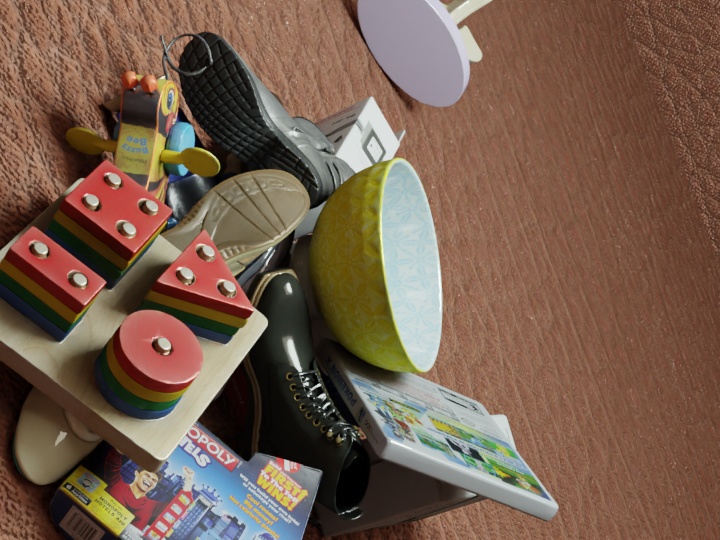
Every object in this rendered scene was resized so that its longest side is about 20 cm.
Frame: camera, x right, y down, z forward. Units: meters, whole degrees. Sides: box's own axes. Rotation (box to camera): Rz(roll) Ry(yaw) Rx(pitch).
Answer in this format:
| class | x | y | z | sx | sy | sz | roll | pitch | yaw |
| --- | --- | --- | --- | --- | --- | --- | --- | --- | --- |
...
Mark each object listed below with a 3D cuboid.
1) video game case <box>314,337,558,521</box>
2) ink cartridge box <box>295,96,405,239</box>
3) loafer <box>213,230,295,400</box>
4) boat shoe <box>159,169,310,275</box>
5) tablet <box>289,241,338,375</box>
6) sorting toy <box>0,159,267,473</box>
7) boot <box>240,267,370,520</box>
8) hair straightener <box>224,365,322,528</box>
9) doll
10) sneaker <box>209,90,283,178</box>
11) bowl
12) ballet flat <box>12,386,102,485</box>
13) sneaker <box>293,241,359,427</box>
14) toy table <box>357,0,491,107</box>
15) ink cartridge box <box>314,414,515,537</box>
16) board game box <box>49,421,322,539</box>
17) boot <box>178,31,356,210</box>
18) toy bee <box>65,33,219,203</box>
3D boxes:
| class | x | y | z | sx | sy | sz | roll | pitch | yaw |
| --- | --- | --- | --- | --- | --- | --- | --- | --- | --- |
| video game case | 0.067 | 0.144 | 1.362 | 0.200 | 0.022 | 0.182 | 25 | 15 | -30 |
| ink cartridge box | -0.033 | -0.116 | 1.602 | 0.067 | 0.116 | 0.200 | 58 | 27 | -19 |
| loafer | -0.113 | 0.030 | 1.355 | 0.063 | 0.072 | 0.200 | 54 | 52 | -32 |
| boat shoe | -0.132 | -0.024 | 1.310 | 0.200 | 0.065 | 0.071 | -32 | 81 | -30 |
| tablet | -0.019 | 0.022 | 1.484 | 0.130 | 0.014 | 0.200 | 60 | 28 | 1 |
| sorting toy | -0.179 | 0.021 | 1.153 | 0.199 | 0.070 | 0.200 | 38 | 37 | -2 |
| boot | -0.039 | 0.106 | 1.295 | 0.077 | 0.138 | 0.201 | -15 | 112 | -35 |
| hair straightener | -0.076 | 0.150 | 1.406 | 0.200 | 0.041 | 0.077 | 66 | 26 | -7 |
| doll | -0.161 | -0.082 | 1.395 | 0.136 | 0.048 | 0.200 | -35 | 106 | -44 |
| sneaker | -0.099 | -0.134 | 1.532 | 0.071 | 0.075 | 0.200 | 57 | 29 | -23 |
| bowl | 0.000 | 0.000 | 1.385 | 0.200 | 0.107 | 0.201 | -6 | 90 | -73 |
| ballet flat | -0.207 | 0.088 | 1.169 | 0.070 | 0.069 | 0.200 | 58 | 28 | -22 |
| sneaker | -0.057 | 0.078 | 1.469 | 0.200 | 0.080 | 0.115 | 59 | 30 | -5 |
| toy table | 0.090 | -0.327 | 1.947 | 0.117 | 0.183 | 0.200 | -57 | 136 | -41 |
| ink cartridge box | 0.057 | 0.206 | 1.506 | 0.200 | 0.146 | 0.083 | 7 | 65 | -60 |
| board game box | -0.123 | 0.199 | 1.194 | 0.200 | 0.062 | 0.200 | 40 | 35 | 2 |
| boot | -0.088 | -0.138 | 1.424 | 0.200 | 0.070 | 0.132 | 57 | 20 | 2 |
| toy bee | -0.192 | -0.124 | 1.284 | 0.109 | 0.131 | 0.201 | 61 | 19 | -75 |
